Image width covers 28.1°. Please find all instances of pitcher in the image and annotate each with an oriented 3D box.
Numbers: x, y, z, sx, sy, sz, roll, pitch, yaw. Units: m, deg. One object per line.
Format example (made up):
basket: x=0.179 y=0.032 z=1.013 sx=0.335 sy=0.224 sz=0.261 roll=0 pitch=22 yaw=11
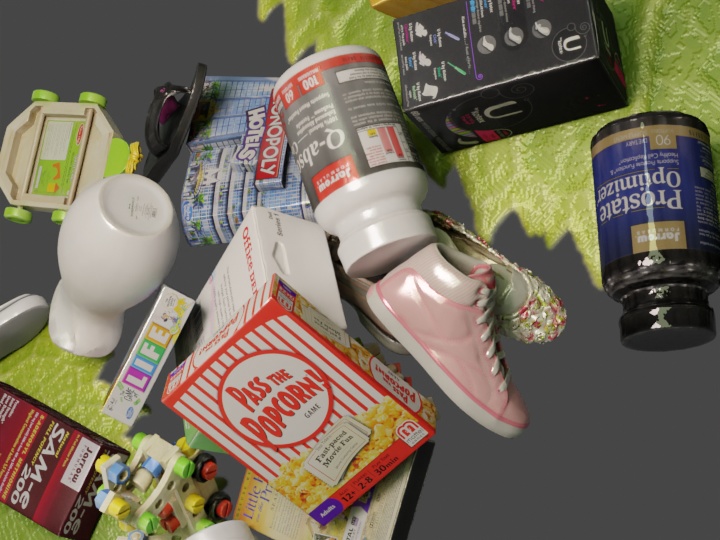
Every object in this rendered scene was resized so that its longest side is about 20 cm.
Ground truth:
pitcher: x=-0.264 y=-0.029 z=1.519 sx=0.200 sy=0.120 sz=0.173 roll=125 pitch=149 yaw=-47

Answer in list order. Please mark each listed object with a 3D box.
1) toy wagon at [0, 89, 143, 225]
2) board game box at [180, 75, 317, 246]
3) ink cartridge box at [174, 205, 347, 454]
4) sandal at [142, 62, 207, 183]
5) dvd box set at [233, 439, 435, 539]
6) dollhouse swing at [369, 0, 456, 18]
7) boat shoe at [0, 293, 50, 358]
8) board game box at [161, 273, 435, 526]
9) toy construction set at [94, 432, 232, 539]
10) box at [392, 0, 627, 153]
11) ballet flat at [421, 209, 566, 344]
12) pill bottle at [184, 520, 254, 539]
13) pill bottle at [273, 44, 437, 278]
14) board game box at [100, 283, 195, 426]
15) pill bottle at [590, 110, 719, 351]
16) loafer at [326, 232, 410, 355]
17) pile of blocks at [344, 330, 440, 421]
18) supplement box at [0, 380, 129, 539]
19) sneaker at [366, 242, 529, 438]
toy wagon: x=-0.330 y=-0.127 z=1.653 sx=0.199 sy=0.040 sz=0.156 roll=5 pitch=78 yaw=25
board game box: x=-0.081 y=-0.129 z=1.498 sx=0.198 sy=0.062 sz=0.201 roll=-8 pitch=49 yaw=17
ink cartridge box: x=-0.102 y=0.061 z=1.393 sx=0.200 sy=0.083 sz=0.145 roll=-56 pitch=33 yaw=35
sandal: x=-0.210 y=-0.154 z=1.532 sx=0.200 sy=0.048 sz=0.076 roll=132 pitch=152 yaw=-54
dvd box set: x=-0.029 y=0.205 z=1.389 sx=0.199 sy=0.029 sz=0.147 roll=15 pitch=88 yaw=41
dollhouse swing: x=0.098 y=-0.375 z=1.467 sx=0.175 sy=0.181 sz=0.201 roll=-31 pitch=62 yaw=36
boat shoe: x=-0.440 y=0.074 z=1.625 sx=0.199 sy=0.074 sz=0.066 roll=-33 pitch=68 yaw=11
board game box: x=-0.054 y=0.120 z=1.291 sx=0.151 sy=0.200 sz=0.046 roll=-43 pitch=19 yaw=22
toy construction set: x=-0.198 y=0.237 z=1.419 sx=0.092 sy=0.201 sz=0.131 roll=31 pitch=58 yaw=20
box: x=0.147 y=-0.204 z=1.411 sx=0.199 sy=0.122 sz=0.107 roll=-14 pitch=69 yaw=21
ballet flat: x=0.111 y=0.005 z=1.399 sx=0.199 sy=0.064 sz=0.076 roll=34 pitch=89 yaw=28
pill bottle: x=-0.106 y=0.346 z=1.371 sx=0.112 sy=0.112 sz=0.201 roll=-33 pitch=64 yaw=12
pill bottle: x=-0.002 y=-0.104 z=1.381 sx=0.115 sy=0.116 sz=0.201 roll=-25 pitch=73 yaw=16
board game box: x=-0.215 y=0.081 z=1.459 sx=0.034 sy=0.200 sz=0.135 roll=27 pitch=86 yaw=-8
pill bottle: x=0.272 y=-0.033 z=1.310 sx=0.111 sy=0.112 sz=0.202 roll=-9 pitch=71 yaw=22
loafer: x=0.000 y=0.000 z=1.438 sx=0.200 sy=0.072 sz=0.063 roll=42 pitch=134 yaw=26
pile of blocks: x=0.007 y=0.110 z=1.428 sx=0.200 sy=0.062 sz=0.082 roll=47 pitch=141 yaw=20
supplement box: x=-0.359 y=0.201 z=1.558 sx=0.199 sy=0.061 sz=0.109 roll=23 pitch=85 yaw=27
sneaker: x=0.108 y=0.059 z=1.335 sx=0.105 sy=0.075 sz=0.200 roll=-43 pitch=93 yaw=18
